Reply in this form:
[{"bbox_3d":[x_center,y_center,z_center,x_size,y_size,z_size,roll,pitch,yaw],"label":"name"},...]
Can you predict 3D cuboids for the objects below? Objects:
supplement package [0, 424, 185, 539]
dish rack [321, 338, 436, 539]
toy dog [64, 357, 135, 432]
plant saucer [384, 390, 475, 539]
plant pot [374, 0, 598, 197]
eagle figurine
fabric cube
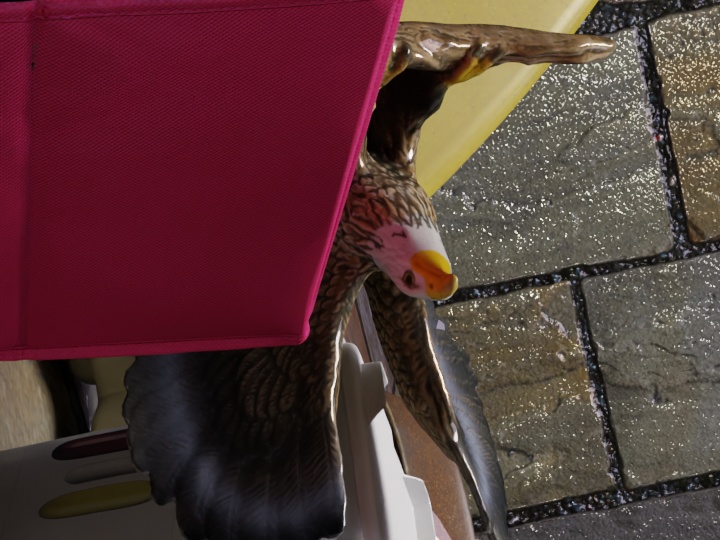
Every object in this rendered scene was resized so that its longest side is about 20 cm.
[{"bbox_3d":[-0.092,0.177,0.891,0.200,0.110,0.156,-92,168,-64],"label":"supplement package"},{"bbox_3d":[0.008,0.131,0.892,0.172,0.043,0.201,70,9,-52],"label":"dish rack"},{"bbox_3d":[-0.083,0.034,1.095,0.194,0.139,0.201,-153,-120,-75],"label":"toy dog"},{"bbox_3d":[0.030,0.155,1.081,0.200,0.034,0.201,174,-90,-82],"label":"plant saucer"},{"bbox_3d":[-0.038,-0.104,0.953,0.200,0.200,0.177,-23,-143,60],"label":"plant pot"},{"bbox_3d":[0.000,0.002,0.808,0.151,0.151,0.201,-57,159,-73],"label":"eagle figurine"},{"bbox_3d":[-0.107,-0.100,0.657,0.200,0.199,0.197,106,-23,-59],"label":"fabric cube"}]
